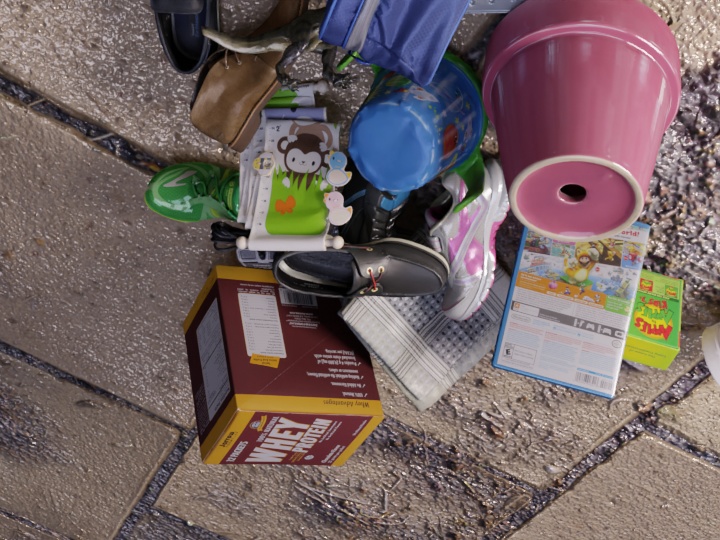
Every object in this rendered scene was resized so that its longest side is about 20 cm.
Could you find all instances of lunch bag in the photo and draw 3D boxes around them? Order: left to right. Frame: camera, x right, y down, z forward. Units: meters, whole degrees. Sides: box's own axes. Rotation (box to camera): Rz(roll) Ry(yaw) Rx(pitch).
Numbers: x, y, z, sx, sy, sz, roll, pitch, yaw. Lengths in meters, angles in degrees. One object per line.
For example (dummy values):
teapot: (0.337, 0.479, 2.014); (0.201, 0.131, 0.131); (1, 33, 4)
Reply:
lunch bag: (0.037, -0.273, 1.019); (0.131, 0.137, 0.202); (24, 122, -6)

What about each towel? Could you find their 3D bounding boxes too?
towel: (0.093, 0.050, 1.379); (0.193, 0.034, 0.200); (-44, 123, -6)

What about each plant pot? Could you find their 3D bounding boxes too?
plant pot: (0.211, -0.137, 1.109); (0.196, 0.181, 0.201); (7, 146, 5)

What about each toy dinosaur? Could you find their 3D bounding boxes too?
toy dinosaur: (-0.052, -0.220, 1.122); (0.197, 0.089, 0.048); (-14, 162, 0)

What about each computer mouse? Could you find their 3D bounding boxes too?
computer mouse: (-0.118, -0.029, 1.389); (0.108, 0.045, 0.200); (0, 171, -1)

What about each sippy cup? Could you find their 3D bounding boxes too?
sippy cup: (0.051, -0.146, 1.174); (0.175, 0.130, 0.142); (20, 120, 14)

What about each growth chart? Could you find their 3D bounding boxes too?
growth chart: (-0.079, -0.114, 1.252); (0.142, 0.204, 0.018); (-9, 165, 18)

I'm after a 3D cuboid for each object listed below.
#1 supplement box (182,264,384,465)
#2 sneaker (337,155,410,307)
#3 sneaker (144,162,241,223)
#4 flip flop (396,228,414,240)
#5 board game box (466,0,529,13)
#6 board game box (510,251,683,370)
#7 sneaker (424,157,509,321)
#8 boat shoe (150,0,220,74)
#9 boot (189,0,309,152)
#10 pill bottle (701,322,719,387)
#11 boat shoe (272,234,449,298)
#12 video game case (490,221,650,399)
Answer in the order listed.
supplement box: (-0.099, 0.121, 1.424); (0.194, 0.202, 0.133); (6, 143, -27)
sneaker: (0.004, -0.045, 1.349); (0.082, 0.073, 0.202); (39, 130, 31)
sneaker: (-0.156, -0.092, 1.345); (0.196, 0.075, 0.084); (5, 173, 0)
flip flop: (0.067, 0.030, 1.425); (0.080, 0.058, 0.202); (-9, 125, 24)
board game box: (0.099, -0.335, 1.071); (0.196, 0.026, 0.202); (3, 136, 14)
board game box: (0.274, 0.038, 1.343); (0.197, 0.103, 0.048); (15, 145, 1)
sneaker: (0.111, -0.039, 1.300); (0.087, 0.082, 0.203); (7, 113, -5)
boat shoe: (-0.182, -0.290, 1.173); (0.073, 0.063, 0.202); (9, 135, 10)
boot: (-0.116, -0.217, 1.193); (0.075, 0.074, 0.201); (22, 120, -19)
pill bottle: (0.497, 0.070, 1.305); (0.112, 0.113, 0.199); (40, 132, -24)
boat shoe: (0.000, 0.002, 1.267); (0.198, 0.063, 0.075); (9, 123, -2)
video game case: (0.238, 0.028, 1.291); (0.141, 0.203, 0.018); (15, 171, 1)
